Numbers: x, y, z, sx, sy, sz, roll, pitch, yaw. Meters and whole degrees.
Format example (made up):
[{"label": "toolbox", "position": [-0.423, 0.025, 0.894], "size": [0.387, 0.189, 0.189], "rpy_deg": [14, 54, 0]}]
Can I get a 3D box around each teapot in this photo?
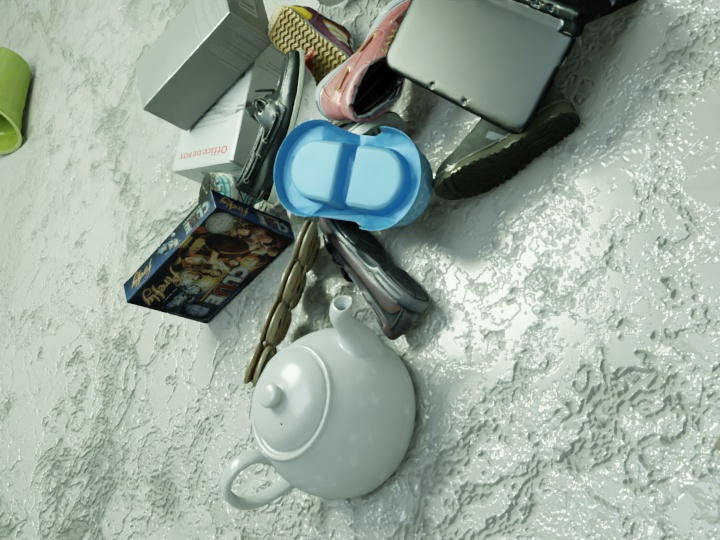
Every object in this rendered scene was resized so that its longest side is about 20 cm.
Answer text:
[{"label": "teapot", "position": [-0.050, 0.150, 0.865], "size": [0.197, 0.146, 0.201], "rpy_deg": [-17, 64, 40]}]

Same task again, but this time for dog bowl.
[{"label": "dog bowl", "position": [-0.007, -0.104, 0.901], "size": [0.200, 0.050, 0.112], "rpy_deg": [13, 93, 34]}]

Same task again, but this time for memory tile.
[{"label": "memory tile", "position": [-0.088, 0.042, 0.956], "size": [0.017, 0.153, 0.201], "rpy_deg": [21, 82, 2]}]

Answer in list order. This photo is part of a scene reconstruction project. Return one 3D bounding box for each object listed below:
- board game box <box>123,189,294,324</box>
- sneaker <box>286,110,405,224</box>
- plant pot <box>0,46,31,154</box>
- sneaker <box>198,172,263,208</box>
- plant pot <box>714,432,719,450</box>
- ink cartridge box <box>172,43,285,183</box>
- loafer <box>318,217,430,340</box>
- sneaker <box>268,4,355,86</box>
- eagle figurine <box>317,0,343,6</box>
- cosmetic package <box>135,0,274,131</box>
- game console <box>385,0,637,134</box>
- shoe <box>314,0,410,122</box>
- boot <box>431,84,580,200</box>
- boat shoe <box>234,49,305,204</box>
[{"label": "board game box", "position": [-0.203, -0.012, 1.081], "size": [0.200, 0.135, 0.035], "rpy_deg": [-42, 50, 26]}, {"label": "sneaker", "position": [-0.032, -0.147, 1.007], "size": [0.200, 0.078, 0.080], "rpy_deg": [-39, 57, 29]}, {"label": "plant pot", "position": [-0.836, -0.399, 1.827], "size": [0.200, 0.200, 0.190], "rpy_deg": [-19, 49, 38]}, {"label": "sneaker", "position": [-0.188, -0.055, 1.131], "size": [0.200, 0.086, 0.078], "rpy_deg": [-56, 49, 46]}, {"label": "plant pot", "position": [0.360, 0.074, 0.477], "size": [0.177, 0.200, 0.200], "rpy_deg": [35, 100, 33]}, {"label": "ink cartridge box", "position": [-0.182, -0.229, 1.179], "size": [0.145, 0.084, 0.201], "rpy_deg": [-1, 73, 42]}, {"label": "loafer", "position": [0.000, 0.000, 0.930], "size": [0.200, 0.072, 0.063], "rpy_deg": [47, 113, 40]}, {"label": "sneaker", "position": [-0.030, -0.281, 1.063], "size": [0.200, 0.090, 0.075], "rpy_deg": [50, 132, 15]}, {"label": "eagle figurine", "position": [-0.006, -0.420, 1.032], "size": [0.152, 0.151, 0.200], "rpy_deg": [-50, 39, 3]}, {"label": "cosmetic package", "position": [-0.222, -0.304, 1.128], "size": [0.200, 0.090, 0.107], "rpy_deg": [-39, 50, 29]}, {"label": "game console", "position": [0.154, -0.255, 0.842], "size": [0.200, 0.176, 0.117], "rpy_deg": [36, 141, 32]}, {"label": "shoe", "position": [0.037, -0.249, 0.948], "size": [0.200, 0.071, 0.091], "rpy_deg": [-47, 32, -9]}, {"label": "boot", "position": [0.129, -0.195, 0.875], "size": [0.182, 0.073, 0.200], "rpy_deg": [-30, 61, 16]}, {"label": "boat shoe", "position": [-0.119, -0.188, 1.034], "size": [0.075, 0.066, 0.200], "rpy_deg": [-117, 40, -69]}]
